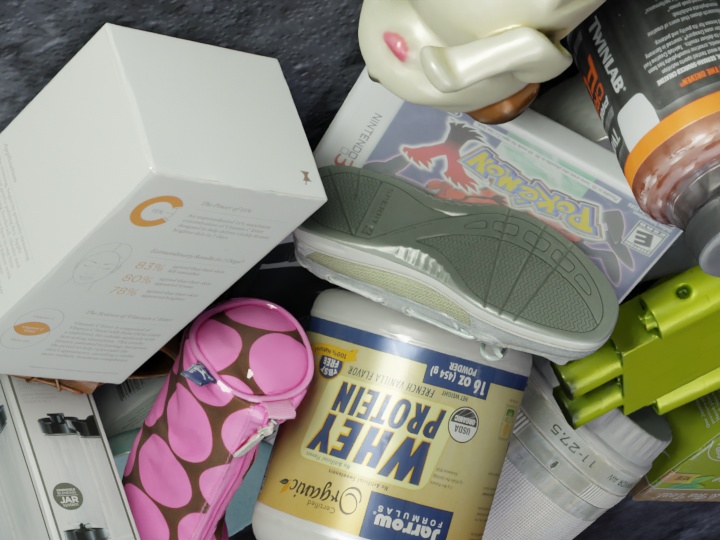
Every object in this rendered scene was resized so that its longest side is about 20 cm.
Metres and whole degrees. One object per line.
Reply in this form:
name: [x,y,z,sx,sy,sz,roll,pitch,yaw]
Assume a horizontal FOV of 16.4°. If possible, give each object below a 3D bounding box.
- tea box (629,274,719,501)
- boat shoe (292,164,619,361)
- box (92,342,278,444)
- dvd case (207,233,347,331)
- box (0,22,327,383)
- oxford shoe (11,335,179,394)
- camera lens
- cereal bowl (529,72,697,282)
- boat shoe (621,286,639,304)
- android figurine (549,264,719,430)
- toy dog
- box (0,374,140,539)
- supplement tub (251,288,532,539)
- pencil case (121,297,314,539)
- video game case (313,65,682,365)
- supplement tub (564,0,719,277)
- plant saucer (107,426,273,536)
tea box: [0.303,0.068,1.827,0.200,0.134,0.197,5,145,-41]
boat shoe: [0.052,0.003,1.430,0.202,0.074,0.065,19,145,15]
box: [-0.119,0.112,1.728,0.144,0.036,0.200,-33,150,25]
dvd case: [0.000,0.000,1.609,0.200,0.025,0.150,-8,151,-25]
box: [-0.135,-0.031,1.372,0.124,0.098,0.200,8,143,-43]
oxford shoe: [-0.189,0.041,1.486,0.200,0.071,0.071,-3,151,-38]
camera lens: [0.095,0.127,1.740,0.200,0.160,0.160,-42,149,14]
cereal bowl: [0.169,-0.072,1.514,0.200,0.083,0.200,-10,151,-5]
boat shoe: [0.103,0.006,1.600,0.200,0.062,0.075,3,146,-37]
android figurine: [0.216,0.036,1.586,0.200,0.041,0.182,-25,158,-5]
toy dog: [0.071,-0.162,1.262,0.200,0.140,0.194,-47,180,40]
box: [-0.200,0.144,1.544,0.060,0.200,0.117,-2,146,-36]
supplement tub: [0.015,0.123,1.565,0.144,0.200,0.144,16,178,0]
pencil case: [-0.094,0.112,1.536,0.091,0.094,0.200,-14,146,-33]
video game case: [0.069,-0.036,1.450,0.200,0.023,0.182,27,145,-5]
supplement tub: [0.180,-0.098,1.353,0.107,0.200,0.107,-16,152,-8]
plant saucer: [-0.148,0.148,1.692,0.201,0.039,0.201,-15,153,-8]
